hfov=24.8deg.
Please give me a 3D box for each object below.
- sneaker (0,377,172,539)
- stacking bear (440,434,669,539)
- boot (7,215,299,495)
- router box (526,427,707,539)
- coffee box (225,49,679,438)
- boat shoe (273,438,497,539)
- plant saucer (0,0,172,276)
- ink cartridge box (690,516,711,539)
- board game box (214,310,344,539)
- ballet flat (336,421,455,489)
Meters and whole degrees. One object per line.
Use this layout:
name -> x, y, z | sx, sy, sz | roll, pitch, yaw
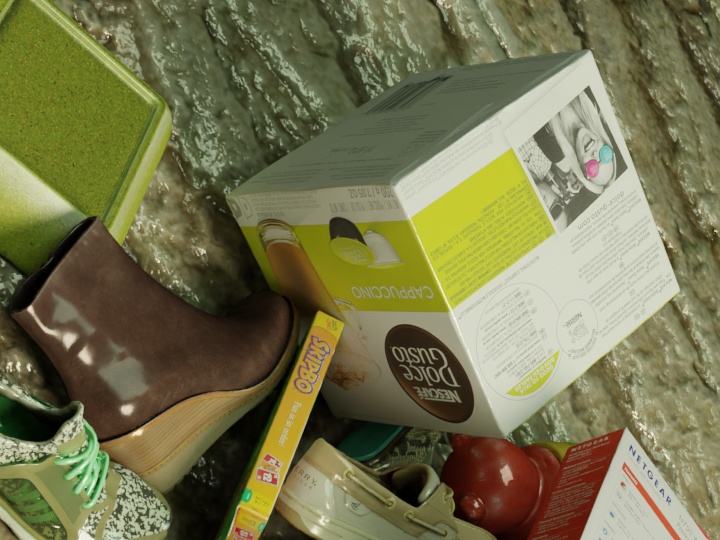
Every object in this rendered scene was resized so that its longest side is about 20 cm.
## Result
sneaker -> -0.182, 0.113, 0.970 | 0.200, 0.089, 0.077 | 32, 45, -32
stacking bear -> 0.145, 0.185, 1.291 | 0.200, 0.114, 0.122 | 21, 52, -35
boot -> -0.128, 0.029, 1.082 | 0.167, 0.072, 0.200 | 60, 43, -23
router box -> 0.177, 0.230, 1.014 | 0.200, 0.049, 0.180 | 54, 37, -14
coffee box -> 0.067, -0.019, 1.171 | 0.200, 0.199, 0.198 | -36, 111, -31
boat shoe -> 0.033, 0.168, 1.145 | 0.200, 0.069, 0.074 | 23, 6, -38
plant saucer -> -0.215, -0.104, 1.107 | 0.200, 0.048, 0.200 | 41, 42, -24
ink cartridge box -> 0.182, 0.292, 1.149 | 0.145, 0.145, 0.200 | 50, 38, -13
board game box -> -0.061, 0.126, 1.097 | 0.030, 0.096, 0.200 | 26, 44, -1
ballet flat -> 0.042, 0.121, 1.256 | 0.200, 0.068, 0.075 | -47, 126, -46
